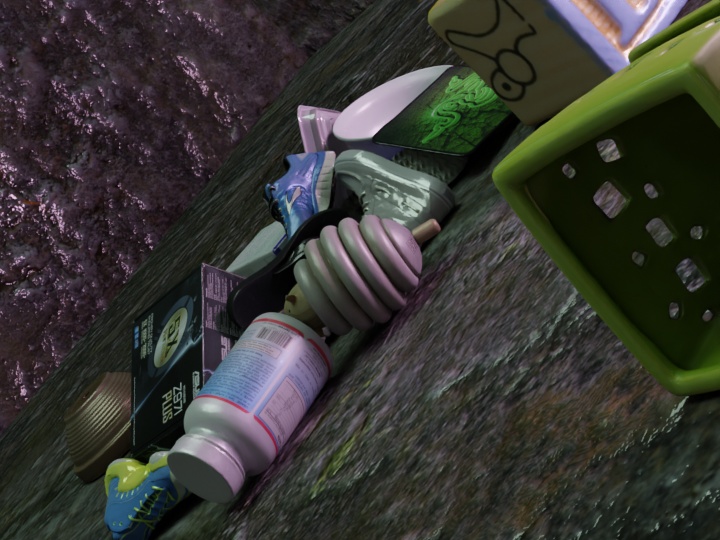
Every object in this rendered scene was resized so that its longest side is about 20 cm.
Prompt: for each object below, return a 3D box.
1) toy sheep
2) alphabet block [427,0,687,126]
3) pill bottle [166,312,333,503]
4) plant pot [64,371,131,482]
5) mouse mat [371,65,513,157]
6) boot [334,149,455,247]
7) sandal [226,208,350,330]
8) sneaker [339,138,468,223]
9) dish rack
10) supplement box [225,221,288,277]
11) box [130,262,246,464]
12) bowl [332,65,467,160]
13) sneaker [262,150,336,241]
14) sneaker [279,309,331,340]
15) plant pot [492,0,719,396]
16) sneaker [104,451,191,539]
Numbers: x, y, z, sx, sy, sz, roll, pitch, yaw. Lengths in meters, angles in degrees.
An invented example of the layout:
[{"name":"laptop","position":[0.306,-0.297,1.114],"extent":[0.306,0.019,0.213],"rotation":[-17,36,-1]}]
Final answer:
[{"name":"toy sheep","position":[0.000,0.000,1.627],"extent":[0.200,0.138,0.138],"rotation":[-38,14,8]},{"name":"alphabet block","position":[0.233,-0.313,1.697],"extent":[0.196,0.195,0.200],"rotation":[-50,14,-24]},{"name":"pill bottle","position":[-0.120,0.149,1.589],"extent":[0.109,0.109,0.200],"rotation":[-29,20,53]},{"name":"plant pot","position":[-0.394,0.224,2.291],"extent":[0.201,0.093,0.201],"rotation":[-44,12,11]},{"name":"mouse mat","position":[0.128,-0.208,1.892],"extent":[0.161,0.008,0.200],"rotation":[12,43,38]},{"name":"boot","position":[0.019,-0.083,1.815],"extent":[0.200,0.074,0.096],"rotation":[20,67,46]},{"name":"sandal","position":[-0.073,0.003,1.778],"extent":[0.200,0.075,0.048],"rotation":[-44,32,-22]},{"name":"sneaker","position":[0.064,-0.120,1.928],"extent":[0.200,0.070,0.100],"rotation":[-31,2,29]},{"name":"dish rack","position":[-0.033,-0.153,2.100],"extent":[0.043,0.172,0.200],"rotation":[-12,1,14]},{"name":"supplement box","position":[-0.093,-0.009,2.014],"extent":[0.103,0.101,0.200],"rotation":[-52,14,-26]},{"name":"box","position":[-0.203,0.121,1.803],"extent":[0.164,0.086,0.200],"rotation":[-35,47,40]},{"name":"bowl","position":[0.070,-0.194,2.017],"extent":[0.201,0.090,0.201],"rotation":[-22,25,11]},{"name":"sneaker","position":[-0.082,-0.068,1.885],"extent":[0.079,0.089,0.200],"rotation":[90,-174,-53]},{"name":"sneaker","position":[-0.070,0.076,1.747],"extent":[0.114,0.073,0.201],"rotation":[-37,15,26]},{"name":"plant pot","position":[0.237,-0.066,0.907],"extent":[0.181,0.200,0.199],"rotation":[-47,10,-31]},{"name":"sneaker","position":[-0.235,0.271,1.720],"extent":[0.200,0.076,0.105],"rotation":[-16,59,51]}]
